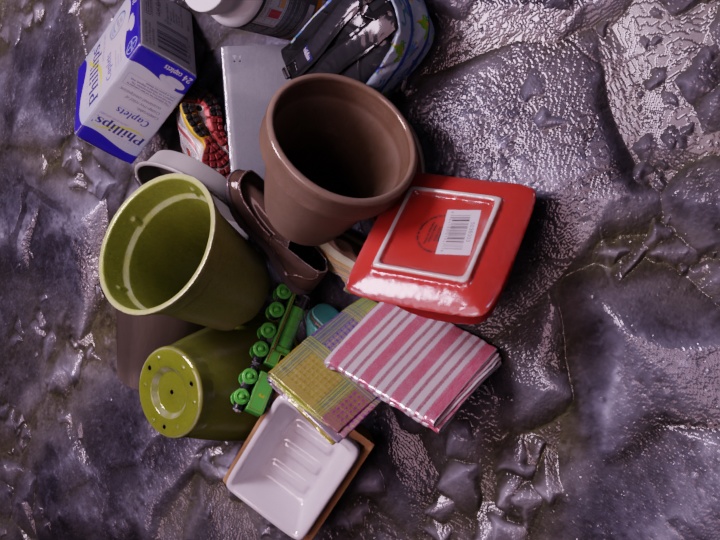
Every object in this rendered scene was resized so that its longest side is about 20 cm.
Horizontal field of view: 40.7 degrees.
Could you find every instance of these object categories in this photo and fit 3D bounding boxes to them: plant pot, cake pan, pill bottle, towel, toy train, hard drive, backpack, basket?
[{"bbox_3d":[-0.046,-0.122,1.253,0.201,0.199,0.175,59,148,18],"label":"plant pot"},{"bbox_3d":[-0.227,-0.005,1.356,0.199,0.184,0.202,-13,63,27],"label":"plant pot"},{"bbox_3d":[-0.235,-0.107,1.416,0.199,0.200,0.037,17,67,34],"label":"cake pan"},{"bbox_3d":[-0.148,-0.392,1.356,0.116,0.199,0.117,2,94,35],"label":"pill bottle"},{"bbox_3d":[-0.214,0.168,1.432,0.199,0.192,0.202,2,94,35],"label":"plant pot"},{"bbox_3d":[0.067,0.118,1.272,0.199,0.146,0.030,27,145,33],"label":"towel"},{"bbox_3d":[-0.015,0.128,1.308,0.143,0.200,0.023,36,151,25],"label":"towel"},{"bbox_3d":[-0.124,0.110,1.366,0.201,0.056,0.042,-69,10,-18],"label":"toy train"},{"bbox_3d":[-0.125,-0.222,1.398,0.033,0.138,0.202,168,97,-79],"label":"hard drive"},{"bbox_3d":[0.003,-0.301,1.300,0.164,0.153,0.200,63,144,21],"label":"backpack"},{"bbox_3d":[-0.319,0.080,1.544,0.179,0.136,0.201,18,107,15],"label":"basket"}]

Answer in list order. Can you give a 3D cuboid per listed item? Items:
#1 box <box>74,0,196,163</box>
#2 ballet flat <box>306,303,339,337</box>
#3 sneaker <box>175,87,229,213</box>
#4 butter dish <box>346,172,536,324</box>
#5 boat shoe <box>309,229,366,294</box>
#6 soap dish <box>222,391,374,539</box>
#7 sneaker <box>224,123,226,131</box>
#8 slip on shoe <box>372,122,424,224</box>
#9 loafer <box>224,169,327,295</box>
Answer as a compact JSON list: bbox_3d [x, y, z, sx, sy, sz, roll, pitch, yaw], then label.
[{"bbox_3d":[-0.355,-0.309,1.524,0.200,0.105,0.185,-45,38,29],"label":"box"},{"bbox_3d":[-0.004,0.129,1.368,0.200,0.067,0.071,42,139,27],"label":"ballet flat"},{"bbox_3d":[-0.231,-0.180,1.514,0.082,0.077,0.201,-30,79,61],"label":"sneaker"},{"bbox_3d":[0.115,-0.006,1.226,0.198,0.148,0.201,9,58,29],"label":"butter dish"},{"bbox_3d":[0.000,0.000,1.357,0.200,0.071,0.077,36,126,37],"label":"boat shoe"},{"bbox_3d":[-0.086,0.269,1.391,0.157,0.081,0.201,34,112,7],"label":"soap dish"},{"bbox_3d":[-0.156,-0.138,1.445,0.077,0.082,0.201,-33,73,32],"label":"sneaker"},{"bbox_3d":[0.045,-0.116,1.311,0.074,0.061,0.202,-7,80,37],"label":"slip on shoe"},{"bbox_3d":[-0.108,-0.062,1.345,0.071,0.073,0.200,-26,107,40],"label":"loafer"}]
